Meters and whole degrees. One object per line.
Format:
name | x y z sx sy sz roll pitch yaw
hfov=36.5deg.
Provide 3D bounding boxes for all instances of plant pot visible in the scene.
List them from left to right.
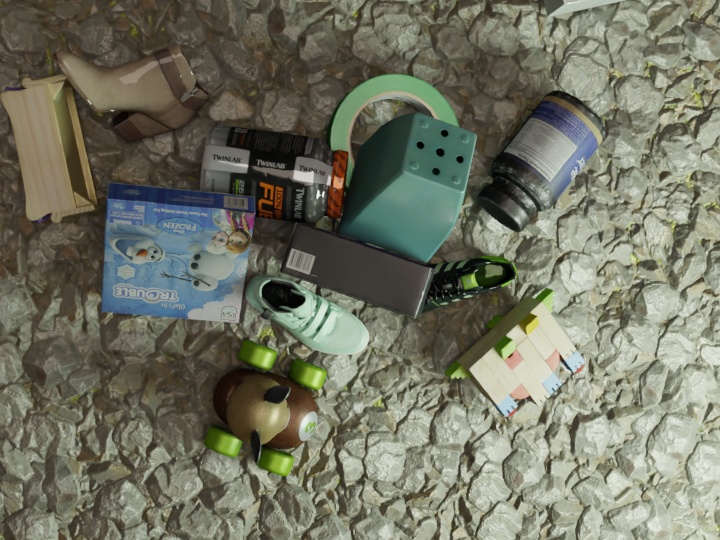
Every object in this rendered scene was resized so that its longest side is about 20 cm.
plant pot | 0.074 -0.125 1.491 0.140 0.200 0.142 18 69 -10

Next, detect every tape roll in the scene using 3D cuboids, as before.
tape roll | 0.049 -0.190 1.629 0.198 0.048 0.202 0 91 -10

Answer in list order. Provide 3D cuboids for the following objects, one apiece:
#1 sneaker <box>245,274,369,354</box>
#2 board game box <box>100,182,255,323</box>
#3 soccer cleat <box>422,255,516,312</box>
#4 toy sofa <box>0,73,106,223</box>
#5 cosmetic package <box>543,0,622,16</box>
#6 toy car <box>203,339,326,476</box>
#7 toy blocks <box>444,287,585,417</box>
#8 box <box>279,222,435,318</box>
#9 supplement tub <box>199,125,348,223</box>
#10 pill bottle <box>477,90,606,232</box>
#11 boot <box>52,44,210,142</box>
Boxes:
sneaker | -0.071 0.070 1.573 0.199 0.118 0.074 26 84 -11
board game box | -0.256 -0.020 1.519 0.198 0.044 0.200 5 129 -10
soccer cleat | 0.137 0.017 1.630 0.198 0.081 0.068 -15 93 -10
toy sofa | -0.423 -0.167 1.520 0.097 0.083 0.202 -12 93 3
cosmetic package | 0.375 -0.468 1.669 0.198 0.081 0.114 -16 92 -9
toy car | -0.126 0.201 1.522 0.157 0.200 0.166 22 87 -10
toy blocks | 0.246 0.142 1.655 0.200 0.100 0.137 -41 109 -8
box | 0.000 0.000 1.548 0.198 0.141 0.080 19 89 6
supplement tub | -0.120 -0.133 1.543 0.198 0.123 0.124 7 89 1
pill bottle | 0.267 -0.161 1.637 0.112 0.112 0.200 39 84 -9
boot | -0.307 -0.266 1.513 0.146 0.071 0.200 -31 139 8
